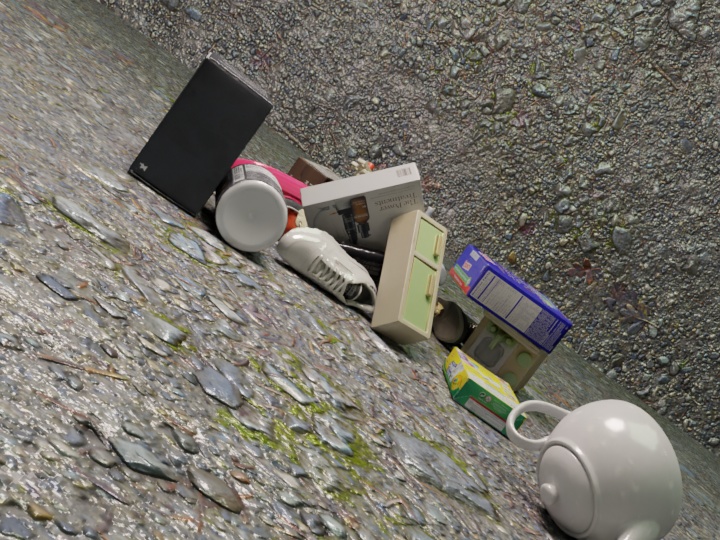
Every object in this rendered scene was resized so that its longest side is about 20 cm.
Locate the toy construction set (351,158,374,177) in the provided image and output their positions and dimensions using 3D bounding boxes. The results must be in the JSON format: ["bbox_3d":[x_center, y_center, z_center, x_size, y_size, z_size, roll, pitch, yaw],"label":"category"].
[{"bbox_3d":[-0.043,-0.139,1.985,0.131,0.200,0.092,49,-1,-35],"label":"toy construction set"}]

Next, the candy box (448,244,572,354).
[{"bbox_3d":[0.273,0.049,1.797,0.199,0.077,0.169,35,9,-12],"label":"candy box"}]

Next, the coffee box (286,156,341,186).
[{"bbox_3d":[-0.105,-0.167,2.101,0.080,0.113,0.200,38,9,11],"label":"coffee box"}]

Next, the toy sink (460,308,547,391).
[{"bbox_3d":[0.275,0.155,1.872,0.130,0.112,0.200,37,8,15],"label":"toy sink"}]

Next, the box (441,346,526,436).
[{"bbox_3d":[0.193,0.189,1.564,0.117,0.048,0.200,35,10,-6],"label":"box"}]

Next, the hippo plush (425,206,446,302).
[{"bbox_3d":[0.055,-0.004,1.838,0.160,0.160,0.201,10,-39,27],"label":"hippo plush"}]

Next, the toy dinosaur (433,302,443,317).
[{"bbox_3d":[0.084,0.044,1.708,0.058,0.101,0.200,37,11,-42],"label":"toy dinosaur"}]

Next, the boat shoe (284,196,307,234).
[{"bbox_3d":[-0.104,-0.068,1.704,0.063,0.071,0.200,46,8,38],"label":"boat shoe"}]

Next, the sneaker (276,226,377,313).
[{"bbox_3d":[-0.046,0.001,1.547,0.199,0.076,0.081,30,20,-33],"label":"sneaker"}]

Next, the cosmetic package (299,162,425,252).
[{"bbox_3d":[0.010,-0.088,1.643,0.151,0.198,0.052,77,0,-45],"label":"cosmetic package"}]

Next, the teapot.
[{"bbox_3d":[0.282,0.256,1.198,0.145,0.199,0.200,-8,-4,-23],"label":"teapot"}]

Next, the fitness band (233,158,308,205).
[{"bbox_3d":[-0.170,-0.147,1.716,0.199,0.038,0.143,23,-18,-39],"label":"fitness band"}]

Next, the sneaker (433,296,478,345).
[{"bbox_3d":[0.201,0.113,1.921,0.106,0.075,0.200,32,8,-13],"label":"sneaker"}]

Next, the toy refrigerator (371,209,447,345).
[{"bbox_3d":[0.082,0.010,1.572,0.076,0.201,0.070,31,-32,-34],"label":"toy refrigerator"}]

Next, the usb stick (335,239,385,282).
[{"bbox_3d":[-0.008,-0.016,1.629,0.199,0.056,0.033,13,14,-11],"label":"usb stick"}]

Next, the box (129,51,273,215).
[{"bbox_3d":[-0.236,-0.211,1.464,0.124,0.200,0.197,35,8,-13],"label":"box"}]

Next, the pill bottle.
[{"bbox_3d":[-0.167,-0.102,1.474,0.106,0.107,0.200,34,8,-15],"label":"pill bottle"}]

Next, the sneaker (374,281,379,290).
[{"bbox_3d":[0.000,0.000,1.731,0.077,0.079,0.200,22,10,-19],"label":"sneaker"}]
